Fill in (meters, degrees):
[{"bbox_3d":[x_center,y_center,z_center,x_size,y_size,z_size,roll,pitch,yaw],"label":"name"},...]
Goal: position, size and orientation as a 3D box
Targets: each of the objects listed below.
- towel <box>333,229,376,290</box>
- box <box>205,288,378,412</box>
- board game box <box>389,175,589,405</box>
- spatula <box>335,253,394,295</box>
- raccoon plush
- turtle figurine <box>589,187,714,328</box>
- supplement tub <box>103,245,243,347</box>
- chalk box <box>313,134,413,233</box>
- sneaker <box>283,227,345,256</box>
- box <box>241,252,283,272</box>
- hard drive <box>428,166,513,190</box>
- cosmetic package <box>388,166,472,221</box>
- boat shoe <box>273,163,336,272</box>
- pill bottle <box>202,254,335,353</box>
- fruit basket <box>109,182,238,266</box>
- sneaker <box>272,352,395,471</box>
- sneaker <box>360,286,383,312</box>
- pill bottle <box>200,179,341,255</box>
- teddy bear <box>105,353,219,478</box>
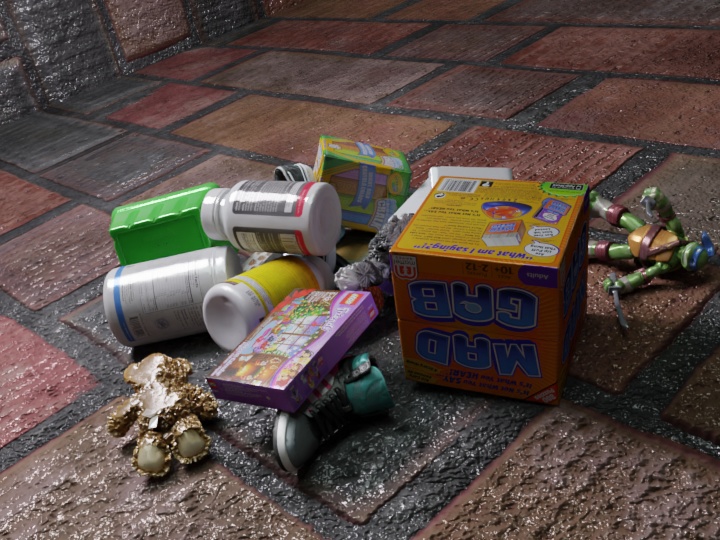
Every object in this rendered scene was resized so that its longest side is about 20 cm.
[{"bbox_3d":[0.003,-0.014,1.351,0.146,0.022,0.200,7,34,31],"label":"towel"},{"bbox_3d":[-0.085,0.095,1.036,0.137,0.039,0.200,2,35,37],"label":"box"},{"bbox_3d":[0.172,0.017,1.022,0.200,0.200,0.200,7,35,23],"label":"board game box"},{"bbox_3d":[0.000,0.000,1.271,0.056,0.021,0.200,1,16,-41],"label":"spatula"},{"bbox_3d":[0.028,-0.013,1.177,0.200,0.097,0.134,-13,-15,-25],"label":"raccoon plush"},{"bbox_3d":[0.368,-0.045,1.121,0.200,0.144,0.194,-24,27,-24],"label":"turtle figurine"},{"bbox_3d":[-0.289,0.041,1.270,0.200,0.132,0.132,-12,29,3],"label":"supplement tub"},{"bbox_3d":[0.017,-0.145,1.399,0.200,0.124,0.124,9,23,-11],"label":"chalk box"},{"bbox_3d":[-0.073,-0.061,1.398,0.082,0.074,0.200,-17,27,24],"label":"sneaker"},{"bbox_3d":[-0.149,-0.034,1.430,0.039,0.041,0.200,3,35,28],"label":"box"},{"bbox_3d":[0.177,-0.069,1.233,0.132,0.026,0.200,0,62,-4],"label":"hard drive"},{"bbox_3d":[0.128,-0.087,1.341,0.074,0.102,0.200,6,34,33],"label":"cosmetic package"},{"bbox_3d":[-0.099,-0.080,1.311,0.071,0.200,0.072,-5,-21,-38],"label":"boat shoe"},{"bbox_3d":[-0.129,0.043,1.197,0.109,0.109,0.200,10,25,37],"label":"pill bottle"},{"bbox_3d":[-0.317,-0.060,1.403,0.215,0.156,0.216,-14,15,4],"label":"fruit basket"},{"bbox_3d":[-0.022,0.168,0.991,0.121,0.084,0.200,-11,27,25],"label":"sneaker"},{"bbox_3d":[-0.053,0.086,1.172,0.200,0.073,0.077,-29,4,-21],"label":"sneaker"},{"bbox_3d":[-0.139,-0.082,1.227,0.200,0.111,0.111,4,34,23],"label":"pill bottle"},{"bbox_3d":[-0.260,0.196,1.072,0.145,0.067,0.200,-36,42,-18],"label":"teddy bear"}]
